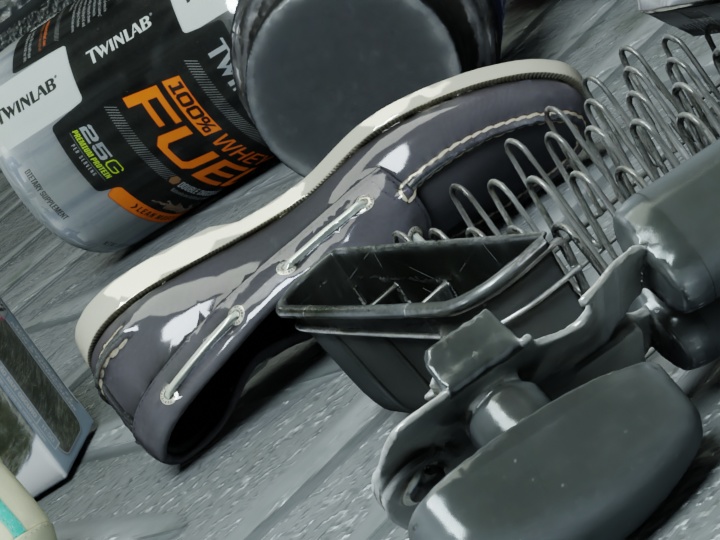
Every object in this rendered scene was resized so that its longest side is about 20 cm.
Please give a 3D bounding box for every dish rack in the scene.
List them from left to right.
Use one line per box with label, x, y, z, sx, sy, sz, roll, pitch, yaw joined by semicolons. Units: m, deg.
dish rack;0.084;-0.029;0.722;0.200;0.055;0.153;-39;14;-18

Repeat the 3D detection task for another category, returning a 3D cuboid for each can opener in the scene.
can opener;0.087;0.007;0.606;0.200;0.066;0.053;-37;-28;-14

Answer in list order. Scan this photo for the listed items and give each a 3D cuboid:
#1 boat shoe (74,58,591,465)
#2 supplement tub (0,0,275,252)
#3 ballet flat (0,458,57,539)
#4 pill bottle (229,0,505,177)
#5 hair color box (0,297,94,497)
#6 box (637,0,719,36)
boat shoe;0.000;0.000;0.880;0.200;0.073;0.063;-30;55;1
supplement tub;-0.083;-0.104;1.288;0.200;0.123;0.123;-30;13;24
ballet flat;-0.183;0.112;0.882;0.200;0.070;0.070;-28;14;33
pill bottle;0.004;-0.101;1.069;0.112;0.112;0.200;-32;13;13
hair color box;-0.216;0.081;1.002;0.200;0.099;0.061;-32;12;13
box;0.105;-0.155;0.778;0.048;0.159;0.200;-9;1;12
